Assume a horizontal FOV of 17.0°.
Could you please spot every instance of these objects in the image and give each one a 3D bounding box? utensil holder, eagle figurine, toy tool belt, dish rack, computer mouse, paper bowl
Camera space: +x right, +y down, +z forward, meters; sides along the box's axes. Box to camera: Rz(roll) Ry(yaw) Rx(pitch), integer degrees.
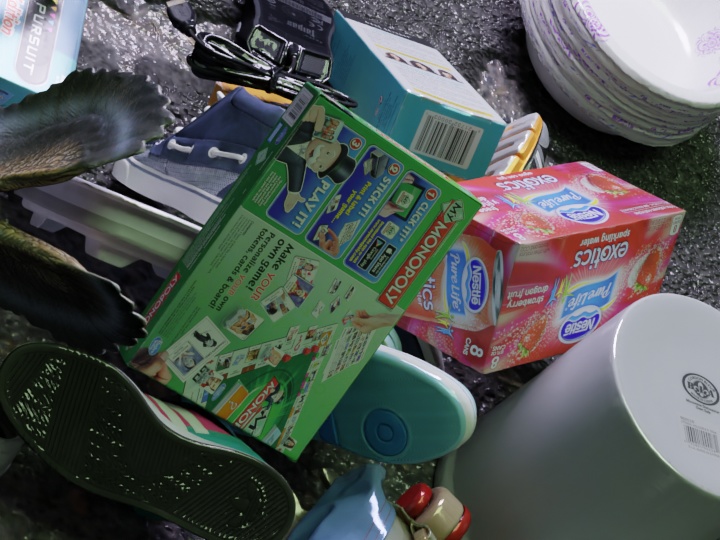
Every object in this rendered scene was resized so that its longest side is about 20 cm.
[{"bbox_3d":[0.174,0.130,1.640,0.170,0.200,0.170,21,48,-25],"label":"utensil holder"},{"bbox_3d":[-0.216,-0.038,1.407,0.199,0.152,0.151,4,50,-10],"label":"eagle figurine"},{"bbox_3d":[-0.010,0.176,1.520,0.123,0.125,0.200,47,42,-12],"label":"toy tool belt"},{"bbox_3d":[-0.133,-0.018,1.545,0.171,0.200,0.044,22,90,-26],"label":"dish rack"},{"bbox_3d":[-0.082,-0.166,1.748,0.140,0.046,0.200,20,26,-19],"label":"computer mouse"},{"bbox_3d":[0.217,-0.192,1.981,0.200,0.104,0.201,21,48,-25],"label":"paper bowl"}]

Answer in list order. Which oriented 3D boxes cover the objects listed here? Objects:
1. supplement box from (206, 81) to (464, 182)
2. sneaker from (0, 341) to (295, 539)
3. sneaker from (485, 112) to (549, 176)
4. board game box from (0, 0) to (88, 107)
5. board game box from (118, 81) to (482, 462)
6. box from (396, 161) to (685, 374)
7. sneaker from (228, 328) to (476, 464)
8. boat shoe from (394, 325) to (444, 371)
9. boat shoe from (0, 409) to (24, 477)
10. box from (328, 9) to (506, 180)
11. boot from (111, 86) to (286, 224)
[{"bbox_3d":[-0.018,-0.077,1.728,0.200,0.069,0.067,15,17,-31],"label":"supplement box"},{"bbox_3d":[-0.140,0.100,1.475,0.200,0.121,0.084,33,84,-16],"label":"sneaker"},{"bbox_3d":[0.109,-0.039,1.814,0.077,0.078,0.200,43,45,-24],"label":"sneaker"},{"bbox_3d":[-0.284,-0.193,1.630,0.200,0.047,0.151,24,48,-23],"label":"board game box"},{"bbox_3d":[-0.036,0.004,1.465,0.134,0.200,0.029,33,7,-28],"label":"board game box"},{"bbox_3d":[0.123,-0.005,1.663,0.095,0.100,0.200,30,26,34],"label":"box"},{"bbox_3d":[0.011,0.066,1.584,0.130,0.200,0.080,-26,119,-52],"label":"sneaker"},{"bbox_3d":[0.000,0.000,1.682,0.075,0.062,0.200,-100,165,-66],"label":"boat shoe"},{"bbox_3d":[-0.271,0.038,1.456,0.200,0.065,0.074,47,43,0],"label":"boat shoe"},{"bbox_3d":[0.033,-0.129,1.752,0.082,0.049,0.200,17,16,-21],"label":"box"},{"bbox_3d":[-0.094,-0.077,1.584,0.073,0.200,0.091,23,91,-33],"label":"boot"}]
